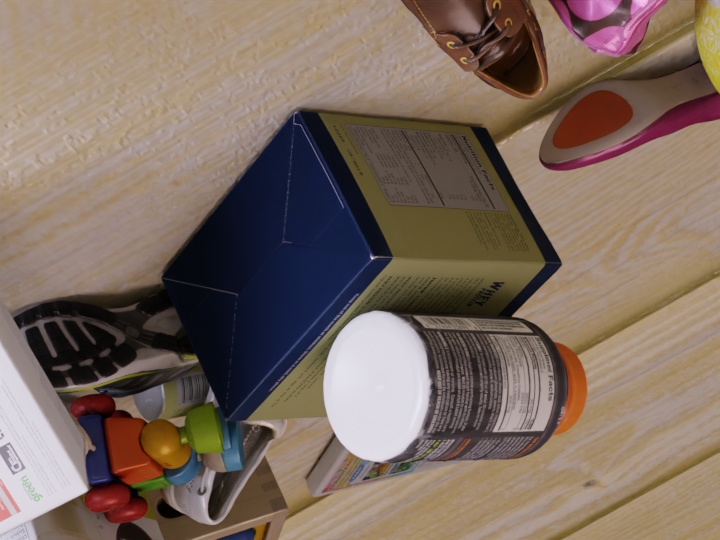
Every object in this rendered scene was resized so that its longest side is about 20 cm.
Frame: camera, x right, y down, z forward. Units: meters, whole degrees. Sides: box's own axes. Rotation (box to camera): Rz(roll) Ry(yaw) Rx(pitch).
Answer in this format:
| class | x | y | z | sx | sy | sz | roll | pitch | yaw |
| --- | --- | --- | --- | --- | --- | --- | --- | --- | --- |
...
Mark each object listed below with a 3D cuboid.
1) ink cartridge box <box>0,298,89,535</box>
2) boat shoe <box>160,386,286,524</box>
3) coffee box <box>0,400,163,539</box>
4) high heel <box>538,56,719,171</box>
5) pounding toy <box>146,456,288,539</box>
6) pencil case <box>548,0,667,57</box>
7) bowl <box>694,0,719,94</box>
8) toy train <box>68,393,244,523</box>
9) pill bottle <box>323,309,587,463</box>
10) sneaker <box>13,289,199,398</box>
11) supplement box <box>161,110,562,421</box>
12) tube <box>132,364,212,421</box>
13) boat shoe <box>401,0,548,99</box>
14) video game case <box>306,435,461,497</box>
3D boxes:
| class | x | y | z | sx | sy | sz | roll | pitch | yaw |
| --- | --- | --- | --- | --- | --- | --- | --- | --- | --- |
| ink cartridge box | -0.301 | 0.089 | 1.348 | 0.175 | 0.084 | 0.201 | -27 | 112 | 0 |
| boat shoe | -0.084 | 0.110 | 1.633 | 0.071 | 0.069 | 0.201 | 25 | 90 | -42 |
| coffee box | -0.282 | 0.231 | 1.601 | 0.199 | 0.199 | 0.200 | -31 | 154 | 16 |
| high heel | 0.231 | -0.114 | 1.610 | 0.199 | 0.068 | 0.096 | -28 | 143 | -6 |
| pounding toy | -0.177 | 0.257 | 1.819 | 0.199 | 0.143 | 0.184 | -16 | 151 | -22 |
| pencil case | 0.213 | -0.225 | 1.372 | 0.090 | 0.094 | 0.200 | 7 | 139 | -45 |
| bowl | 0.294 | -0.204 | 1.419 | 0.107 | 0.201 | 0.200 | 29 | 124 | -26 |
| toy train | -0.152 | 0.124 | 1.510 | 0.115 | 0.085 | 0.200 | -12 | 166 | 2 |
| pill bottle | 0.077 | 0.084 | 1.480 | 0.199 | 0.107 | 0.106 | 5 | 140 | -46 |
| sneaker | -0.194 | 0.068 | 1.549 | 0.199 | 0.074 | 0.081 | -6 | 150 | -34 |
| supplement box | 0.000 | 0.000 | 1.531 | 0.199 | 0.135 | 0.200 | 1 | 142 | -43 |
| tube | -0.092 | 0.084 | 1.697 | 0.199 | 0.052 | 0.058 | -9 | 171 | -35 |
| boat shoe | 0.079 | -0.172 | 1.371 | 0.072 | 0.068 | 0.200 | -34 | 153 | 13 |
| video game case | 0.060 | 0.143 | 1.970 | 0.181 | 0.024 | 0.200 | -9 | 149 | -31 |
